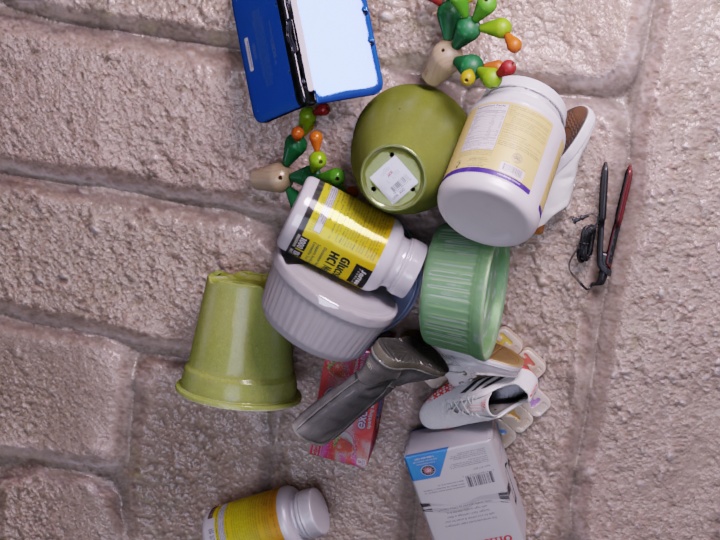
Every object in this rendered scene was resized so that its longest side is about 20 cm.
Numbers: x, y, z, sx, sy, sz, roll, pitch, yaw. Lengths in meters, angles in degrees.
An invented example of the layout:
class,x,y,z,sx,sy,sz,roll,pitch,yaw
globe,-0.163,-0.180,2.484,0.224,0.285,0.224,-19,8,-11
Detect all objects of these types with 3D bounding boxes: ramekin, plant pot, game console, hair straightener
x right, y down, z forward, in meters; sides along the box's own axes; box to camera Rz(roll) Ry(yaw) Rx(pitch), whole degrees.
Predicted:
class,x,y,z,sx,sy,sz,roll,pitch,yaw
ramekin,-0.053,0.048,1.662,0.201,0.203,0.095,30,109,0
ramekin,0.152,0.025,1.671,0.096,0.200,0.203,8,110,16
plant pot,-0.180,0.101,1.773,0.198,0.200,0.187,7,98,8
game console,-0.080,-0.331,1.662,0.170,0.118,0.203,-14,86,45
plant pot,0.063,-0.155,1.622,0.185,0.200,0.190,3,108,9
hair straightener,0.346,-0.064,1.690,0.076,0.041,0.202,10,114,7

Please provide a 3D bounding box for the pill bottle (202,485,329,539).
class,x,y,z,sx,sy,sz,roll,pitch,yaw
pill bottle,-0.156,0.425,1.902,0.198,0.109,0.110,-20,104,16

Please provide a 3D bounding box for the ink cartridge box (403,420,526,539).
class,x,y,z,sx,sy,sz,roll,pitch,yaw
ink cartridge box,0.169,0.346,1.821,0.144,0.084,0.202,-14,111,15

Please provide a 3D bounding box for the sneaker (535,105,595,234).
class,x,y,z,sx,sy,sz,roll,pitch,yaw
sneaker,0.287,-0.144,1.666,0.084,0.073,0.201,24,106,-35

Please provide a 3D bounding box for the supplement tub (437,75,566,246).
class,x,y,z,sx,sy,sz,roll,pitch,yaw
supplement tub,0.199,-0.151,1.571,0.144,0.202,0.146,18,152,10

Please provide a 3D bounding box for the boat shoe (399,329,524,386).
class,x,y,z,sx,sy,sz,roll,pitch,yaw
boat shoe,0.154,0.143,1.761,0.198,0.071,0.070,11,107,22

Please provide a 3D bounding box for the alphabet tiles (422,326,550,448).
class,x,y,z,sx,sy,sz,roll,pitch,yaw
alphabet tiles,0.194,0.185,1.808,0.195,0.015,0.200,42,111,-4

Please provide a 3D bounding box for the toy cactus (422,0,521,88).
class,x,y,z,sx,sy,sz,roll,pitch,yaw
toy cactus,0.134,-0.317,1.592,0.201,0.101,0.165,61,140,17

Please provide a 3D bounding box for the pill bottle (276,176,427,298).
class,x,y,z,sx,sy,sz,roll,pitch,yaw
pill bottle,-0.010,-0.042,1.629,0.198,0.113,0.113,26,111,-5

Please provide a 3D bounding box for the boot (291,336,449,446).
class,x,y,z,sx,sy,sz,roll,pitch,yaw
boot,0.016,0.185,1.700,0.201,0.181,0.073,-52,49,22

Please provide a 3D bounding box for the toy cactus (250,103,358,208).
class,x,y,z,sx,sy,sz,roll,pitch,yaw
toy cactus,-0.089,-0.147,1.723,0.163,0.102,0.202,0,110,32

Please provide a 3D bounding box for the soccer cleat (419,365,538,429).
class,x,y,z,sx,sy,sz,roll,pitch,yaw
soccer cleat,0.179,0.203,1.763,0.198,0.085,0.069,-20,104,16

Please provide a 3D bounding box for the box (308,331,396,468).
class,x,y,z,sx,sy,sz,roll,pitch,yaw
box,-0.014,0.194,1.807,0.101,0.095,0.202,13,110,7

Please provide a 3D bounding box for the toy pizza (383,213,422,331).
class,x,y,z,sx,sy,sz,roll,pitch,yaw
toy pizza,0.000,0.000,1.759,0.198,0.032,0.203,1,93,16
